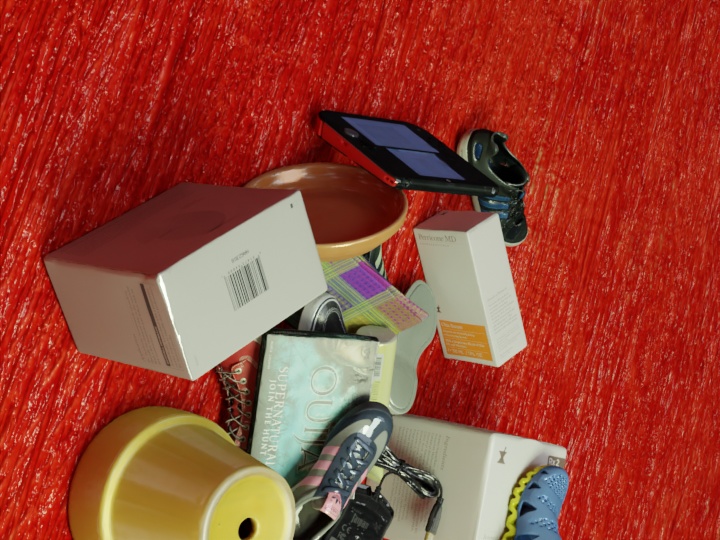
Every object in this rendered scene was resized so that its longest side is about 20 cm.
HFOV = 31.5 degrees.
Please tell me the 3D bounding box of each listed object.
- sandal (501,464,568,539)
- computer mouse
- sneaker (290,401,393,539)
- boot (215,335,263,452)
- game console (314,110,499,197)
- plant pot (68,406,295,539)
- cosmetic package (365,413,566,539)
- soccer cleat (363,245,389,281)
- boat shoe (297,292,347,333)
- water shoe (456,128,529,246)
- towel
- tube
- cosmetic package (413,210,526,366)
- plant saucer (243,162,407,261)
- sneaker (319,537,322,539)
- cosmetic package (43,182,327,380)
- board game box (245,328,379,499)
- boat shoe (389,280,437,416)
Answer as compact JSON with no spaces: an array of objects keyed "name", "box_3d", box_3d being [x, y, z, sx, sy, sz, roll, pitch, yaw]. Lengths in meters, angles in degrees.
[{"name":"sandal","box_3d":[0.217,0.333,1.567,0.079,0.087,0.200,41,64,-36]},{"name":"computer mouse","box_3d":[0.022,0.316,1.556,0.140,0.046,0.200,30,61,-16]},{"name":"sneaker","box_3d":[-0.025,0.241,1.447,0.070,0.082,0.200,35,95,-20]},{"name":"boot","box_3d":[-0.146,0.135,1.477,0.200,0.072,0.144,40,68,-44]},{"name":"game console","box_3d":[0.056,-0.144,1.580,0.200,0.177,0.031,1,118,-45]},{"name":"plant pot","box_3d":[-0.178,0.258,1.372,0.201,0.189,0.201,-7,100,-45]},{"name":"cosmetic package","box_3d":[0.134,0.287,1.681,0.165,0.200,0.165,16,83,-44]},{"name":"soccer cleat","box_3d":[0.000,0.000,1.589,0.081,0.067,0.200,-56,145,-62]},{"name":"boat shoe","box_3d":[-0.027,0.121,1.522,0.072,0.068,0.200,-27,123,-45]},{"name":"water shoe","box_3d":[0.200,-0.109,1.792,0.072,0.079,0.200,-52,127,-28]},{"name":"towel","box_3d":[-0.024,0.039,1.551,0.200,0.144,0.023,40,33,-40]},{"name":"tube","box_3d":[0.007,0.167,1.591,0.052,0.058,0.200,1,114,-15]},{"name":"cosmetic package","box_3d":[0.150,0.023,1.740,0.071,0.101,0.200,-31,115,-38]},{"name":"plant saucer","box_3d":[-0.045,-0.065,1.472,0.200,0.200,0.038,-31,133,-39]},{"name":"sneaker","box_3d":[-0.044,0.294,1.589,0.131,0.079,0.200,-41,122,-33]},{"name":"cosmetic package","box_3d":[-0.181,0.004,1.332,0.199,0.200,0.123,-34,120,-38]},{"name":"board game box","box_3d":[-0.058,0.167,1.475,0.135,0.028,0.200,4,105,-17]},{"name":"boat shoe","box_3d":[0.046,0.101,1.672,0.076,0.060,0.200,44,50,-27]}]
